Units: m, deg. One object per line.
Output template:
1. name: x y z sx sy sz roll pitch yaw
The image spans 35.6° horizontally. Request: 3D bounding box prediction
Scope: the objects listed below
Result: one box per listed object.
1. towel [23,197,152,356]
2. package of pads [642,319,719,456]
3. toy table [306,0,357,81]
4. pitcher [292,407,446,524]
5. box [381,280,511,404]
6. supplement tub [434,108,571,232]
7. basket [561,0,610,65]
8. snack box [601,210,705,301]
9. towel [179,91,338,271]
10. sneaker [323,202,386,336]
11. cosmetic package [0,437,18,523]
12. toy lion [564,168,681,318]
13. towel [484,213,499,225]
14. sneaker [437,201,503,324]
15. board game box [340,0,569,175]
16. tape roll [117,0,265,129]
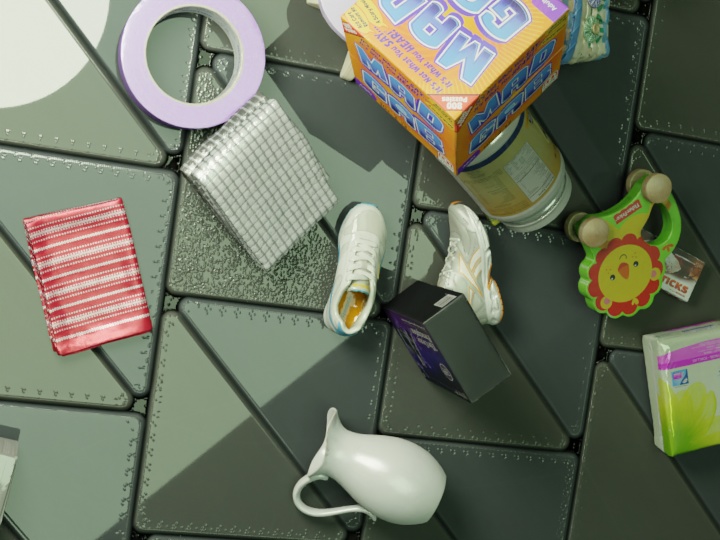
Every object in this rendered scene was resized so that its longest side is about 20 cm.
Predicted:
1. towel: -0.383 0.010 1.582 0.144 0.022 0.201 -14 99 -15
2. package of pads: 0.553 0.190 1.839 0.154 0.068 0.201 -10 99 -13
3. toy table: 0.024 -0.363 1.610 0.200 0.117 0.184 31 87 -16
4. pitcher: 0.012 0.321 1.685 0.199 0.121 0.172 25 108 -6
5. box: 0.122 0.101 1.639 0.079 0.200 0.141 -36 103 -10
6. supplement tub: 0.208 -0.160 1.627 0.145 0.144 0.200 -51 129 -6
7. basket: 0.274 -0.387 1.665 0.199 0.139 0.177 -2 97 -25
8. snack box: 0.460 -0.023 1.813 0.199 0.024 0.072 26 90 -16
9. towel: -0.140 -0.125 1.582 0.166 0.085 0.200 -46 129 -15
10. sneaker: 0.000 0.000 1.658 0.076 0.081 0.201 11 91 -15
11. cosmetic package: -0.576 0.268 1.521 0.199 0.090 0.107 14 94 -20
12. toy lion: 0.422 -0.032 1.762 0.200 0.069 0.192 -34 111 -9
13. towel: 0.184 -0.173 1.727 0.086 0.018 0.200 -37 103 -14
14. sneaker: 0.152 -0.003 1.706 0.092 0.076 0.201 -16 98 -9
15. board game box: 0.122 -0.286 1.444 0.200 0.200 0.200 -44 76 -7
16. tape roll: -0.237 -0.299 1.570 0.199 0.066 0.201 -2 97 -15
